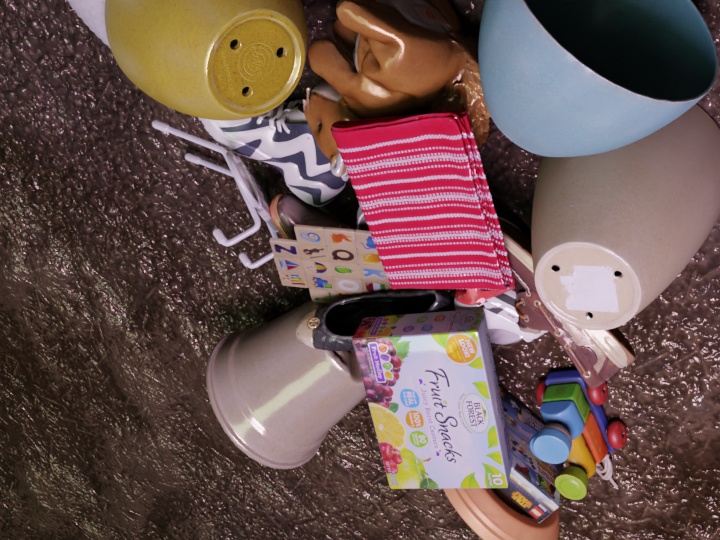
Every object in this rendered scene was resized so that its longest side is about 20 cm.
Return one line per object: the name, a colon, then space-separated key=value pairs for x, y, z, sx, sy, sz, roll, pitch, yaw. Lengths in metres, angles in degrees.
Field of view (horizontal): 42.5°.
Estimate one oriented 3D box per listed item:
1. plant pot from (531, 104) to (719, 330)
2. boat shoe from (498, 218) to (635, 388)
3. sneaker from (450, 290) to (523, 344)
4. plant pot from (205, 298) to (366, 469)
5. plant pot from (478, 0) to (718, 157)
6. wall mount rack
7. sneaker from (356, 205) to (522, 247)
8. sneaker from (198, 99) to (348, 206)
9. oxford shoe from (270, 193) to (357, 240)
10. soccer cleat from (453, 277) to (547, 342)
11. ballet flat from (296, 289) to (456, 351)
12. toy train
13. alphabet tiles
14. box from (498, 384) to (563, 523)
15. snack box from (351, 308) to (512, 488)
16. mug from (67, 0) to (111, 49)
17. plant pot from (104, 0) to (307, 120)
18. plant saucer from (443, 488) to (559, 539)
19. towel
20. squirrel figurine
plant pot: x=0.234 y=-0.043 z=0.855 sx=0.185 sy=0.200 sz=0.189 roll=16 pitch=132 yaw=18
boat shoe: x=0.185 y=0.036 z=0.935 sx=0.200 sy=0.072 sz=0.072 roll=45 pitch=109 yaw=-2
sneaker: x=0.121 y=0.058 z=1.105 sx=0.199 sy=0.070 sz=0.081 roll=-26 pitch=102 yaw=34
plant pot: x=-0.066 y=0.124 z=1.196 sx=0.201 sy=0.201 sz=0.183 roll=46 pitch=123 yaw=-10
plant pot: x=0.179 y=-0.176 z=0.787 sx=0.199 sy=0.201 sz=0.135 roll=36 pitch=139 yaw=0
wall mount rack: x=-0.159 y=-0.098 z=1.083 sx=0.175 sy=0.074 sz=0.200 roll=63 pitch=-179 yaw=14
sneaker: x=0.095 y=-0.053 z=1.035 sx=0.198 sy=0.085 sz=0.073 roll=14 pitch=118 yaw=-7
sneaker: x=-0.081 y=-0.171 z=1.028 sx=0.199 sy=0.080 sz=0.130 roll=41 pitch=134 yaw=-4
oxford shoe: x=-0.016 y=-0.035 z=1.094 sx=0.199 sy=0.072 sz=0.073 roll=34 pitch=137 yaw=-23
soccer cleat: x=0.201 y=0.034 z=1.002 sx=0.198 sy=0.069 sz=0.086 roll=-7 pitch=114 yaw=9
ballet flat: x=0.013 y=0.048 z=1.057 sx=0.198 sy=0.067 sz=0.057 roll=-12 pitch=148 yaw=21
toy train: x=0.268 y=0.229 z=1.112 sx=0.084 sy=0.116 sz=0.201 roll=-10 pitch=119 yaw=36
alphabet tiles: x=0.000 y=0.000 z=1.049 sx=0.197 sy=0.006 sz=0.167 roll=6 pitch=150 yaw=9
box: x=0.162 y=0.194 z=1.131 sx=0.200 sy=0.137 sz=0.040 roll=40 pitch=119 yaw=-3
snack box: x=0.083 y=0.146 z=1.021 sx=0.141 sy=0.053 sz=0.202 roll=-6 pitch=115 yaw=19
mug: x=-0.214 y=-0.320 z=0.958 sx=0.198 sy=0.148 sz=0.176 roll=-24 pitch=120 yaw=9
plant pot: x=-0.129 y=-0.224 z=0.895 sx=0.142 sy=0.198 sz=0.202 roll=48 pitch=149 yaw=43
plant saucer: x=0.175 y=0.258 z=1.142 sx=0.200 sy=0.200 sz=0.037 roll=40 pitch=118 yaw=-4
towel: x=0.060 y=-0.061 z=0.891 sx=0.143 sy=0.023 sz=0.201 roll=1 pitch=128 yaw=32
squirrel figurine: x=0.036 y=-0.166 z=0.912 sx=0.199 sy=0.142 sz=0.187 roll=32 pitch=128 yaw=-5
